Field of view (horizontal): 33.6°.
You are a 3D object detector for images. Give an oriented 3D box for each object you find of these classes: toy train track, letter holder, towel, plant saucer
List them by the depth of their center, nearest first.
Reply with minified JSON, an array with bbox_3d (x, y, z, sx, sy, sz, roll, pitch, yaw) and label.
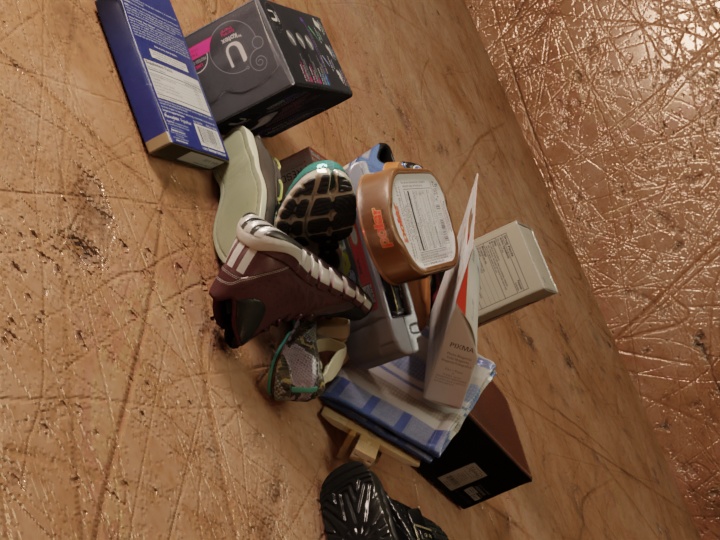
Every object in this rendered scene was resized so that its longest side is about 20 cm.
[{"bbox_3d":[0.010,0.177,1.280,0.115,0.033,0.200,29,13,2],"label":"toy train track"},{"bbox_3d":[0.058,0.121,1.315,0.147,0.024,0.200,29,34,11],"label":"towel"},{"bbox_3d":[0.053,-0.021,1.317,0.200,0.032,0.200,-6,90,-82],"label":"plant saucer"},{"bbox_3d":[0.112,0.178,1.468,0.200,0.101,0.142,47,23,-44],"label":"letter holder"}]

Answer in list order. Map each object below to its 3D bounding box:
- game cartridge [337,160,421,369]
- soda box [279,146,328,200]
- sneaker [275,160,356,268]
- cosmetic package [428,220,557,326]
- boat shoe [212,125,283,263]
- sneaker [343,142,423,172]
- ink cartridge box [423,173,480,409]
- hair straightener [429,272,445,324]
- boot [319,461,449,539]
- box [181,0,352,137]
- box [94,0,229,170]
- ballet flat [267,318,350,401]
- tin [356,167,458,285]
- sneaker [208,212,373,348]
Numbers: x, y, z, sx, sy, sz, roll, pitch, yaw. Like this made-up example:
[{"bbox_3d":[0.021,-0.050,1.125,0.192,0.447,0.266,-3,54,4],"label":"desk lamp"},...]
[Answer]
[{"bbox_3d":[0.000,0.000,1.236,0.133,0.041,0.200,147,-72,-67],"label":"game cartridge"},{"bbox_3d":[-0.035,-0.078,1.445,0.200,0.064,0.068,30,39,-59],"label":"soda box"},{"bbox_3d":[-0.052,-0.061,1.177,0.200,0.077,0.080,114,-30,-67],"label":"sneaker"},{"bbox_3d":[0.150,0.022,1.608,0.087,0.200,0.103,12,56,-67],"label":"cosmetic package"},{"bbox_3d":[-0.107,-0.067,1.207,0.061,0.072,0.201,37,29,-35],"label":"boat shoe"},{"bbox_3d":[0.055,-0.099,1.602,0.079,0.089,0.200,21,28,-55],"label":"sneaker"},{"bbox_3d":[0.116,0.022,1.283,0.057,0.200,0.163,17,34,-4],"label":"ink cartridge box"},{"bbox_3d":[0.088,0.000,1.464,0.077,0.041,0.200,-117,-170,-58],"label":"hair straightener"},{"bbox_3d":[0.037,0.296,1.135,0.158,0.079,0.211,50,23,-39],"label":"boot"},{"bbox_3d":[-0.108,-0.222,1.332,0.106,0.122,0.200,66,18,3],"label":"box"},{"bbox_3d":[-0.201,-0.201,1.190,0.121,0.032,0.200,10,58,-69],"label":"box"},{"bbox_3d":[-0.045,0.069,1.209,0.072,0.072,0.200,57,21,-23],"label":"ballet flat"},{"bbox_3d":[0.050,-0.047,1.182,0.200,0.042,0.112,-13,84,-69],"label":"tin"},{"bbox_3d":[-0.076,0.032,1.126,0.076,0.116,0.200,33,-2,41],"label":"sneaker"}]
